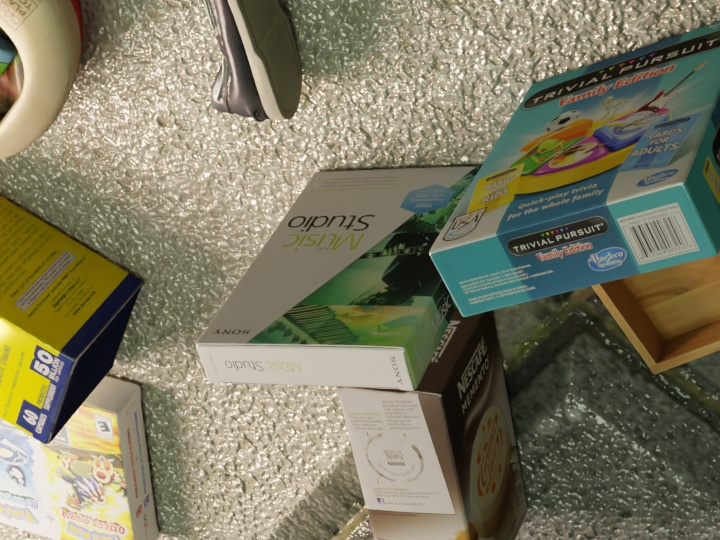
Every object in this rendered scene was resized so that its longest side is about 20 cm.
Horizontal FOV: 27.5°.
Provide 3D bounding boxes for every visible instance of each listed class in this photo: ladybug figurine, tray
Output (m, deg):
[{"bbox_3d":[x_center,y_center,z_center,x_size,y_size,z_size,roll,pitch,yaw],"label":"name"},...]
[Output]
[{"bbox_3d":[-0.259,-0.159,1.040,0.136,0.072,0.200,46,131,-9],"label":"ladybug figurine"},{"bbox_3d":[0.245,-0.012,0.925,0.199,0.037,0.099,-26,109,36],"label":"tray"}]

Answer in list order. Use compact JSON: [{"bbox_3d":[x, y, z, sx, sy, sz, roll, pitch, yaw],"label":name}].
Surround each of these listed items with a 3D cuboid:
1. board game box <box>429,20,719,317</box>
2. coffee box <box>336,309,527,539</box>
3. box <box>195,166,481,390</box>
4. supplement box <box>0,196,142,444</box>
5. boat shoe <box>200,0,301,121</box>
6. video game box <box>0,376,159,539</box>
[{"bbox_3d":[0.141,-0.063,0.828,0.150,0.200,0.047,-15,116,33],"label":"board game box"},{"bbox_3d":[0.057,0.133,1.070,0.079,0.115,0.201,3,125,25],"label":"coffee box"},{"bbox_3d":[0.000,0.000,0.944,0.143,0.200,0.037,-1,127,26],"label":"box"},{"bbox_3d":[-0.293,0.024,1.165,0.199,0.110,0.109,30,131,4],"label":"supplement box"},{"bbox_3d":[-0.092,-0.183,0.942,0.062,0.073,0.201,0,128,22],"label":"boat shoe"},{"bbox_3d":[-0.281,0.159,1.301,0.199,0.047,0.183,12,130,18],"label":"video game box"}]
